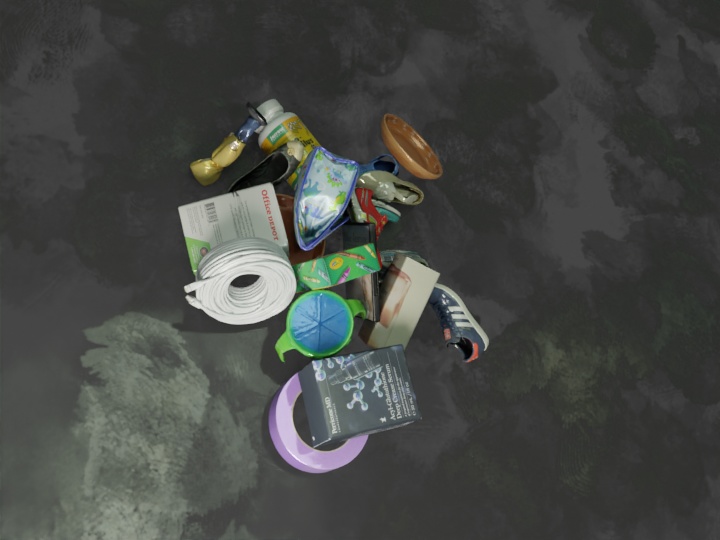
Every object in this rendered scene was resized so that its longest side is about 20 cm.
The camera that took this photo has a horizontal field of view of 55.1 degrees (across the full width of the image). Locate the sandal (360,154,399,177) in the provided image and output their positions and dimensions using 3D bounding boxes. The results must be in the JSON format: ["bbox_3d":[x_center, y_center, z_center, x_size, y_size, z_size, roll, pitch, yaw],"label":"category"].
[{"bbox_3d":[0.015,-0.227,1.625,0.198,0.087,0.080,-24,81,-27],"label":"sandal"}]

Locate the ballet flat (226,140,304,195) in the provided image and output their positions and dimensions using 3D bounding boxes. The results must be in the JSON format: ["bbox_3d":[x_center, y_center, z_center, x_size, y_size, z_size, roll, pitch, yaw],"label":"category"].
[{"bbox_3d":[-0.202,-0.208,1.487,0.199,0.057,0.067,-37,85,8],"label":"ballet flat"}]

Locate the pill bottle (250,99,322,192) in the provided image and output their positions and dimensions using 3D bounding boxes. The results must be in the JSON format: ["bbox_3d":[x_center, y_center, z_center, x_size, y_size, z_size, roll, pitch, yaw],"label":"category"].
[{"bbox_3d":[-0.160,-0.282,1.559,0.112,0.113,0.201,-36,86,-30],"label":"pill bottle"}]

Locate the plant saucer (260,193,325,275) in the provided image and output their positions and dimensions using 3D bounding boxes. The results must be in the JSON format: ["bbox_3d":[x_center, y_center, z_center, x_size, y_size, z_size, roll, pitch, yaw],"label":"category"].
[{"bbox_3d":[-0.174,-0.070,1.513,0.197,0.032,0.204,8,66,-19],"label":"plant saucer"}]

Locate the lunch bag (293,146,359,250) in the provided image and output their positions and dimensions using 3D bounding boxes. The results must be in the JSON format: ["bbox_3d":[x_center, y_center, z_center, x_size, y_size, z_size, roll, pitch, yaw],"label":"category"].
[{"bbox_3d":[-0.083,-0.139,1.423,0.126,0.170,0.203,22,91,-8],"label":"lunch bag"}]

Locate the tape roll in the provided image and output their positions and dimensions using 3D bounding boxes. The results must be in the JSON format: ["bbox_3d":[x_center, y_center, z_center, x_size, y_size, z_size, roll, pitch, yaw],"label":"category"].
[{"bbox_3d":[-0.081,0.297,1.382,0.197,0.066,0.203,9,66,-20],"label":"tape roll"}]

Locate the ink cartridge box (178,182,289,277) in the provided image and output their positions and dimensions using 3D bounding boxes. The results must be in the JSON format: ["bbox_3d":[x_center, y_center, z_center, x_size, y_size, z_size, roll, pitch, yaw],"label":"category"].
[{"bbox_3d":[-0.257,-0.078,1.420,0.197,0.084,0.148,-15,74,-7],"label":"ink cartridge box"}]

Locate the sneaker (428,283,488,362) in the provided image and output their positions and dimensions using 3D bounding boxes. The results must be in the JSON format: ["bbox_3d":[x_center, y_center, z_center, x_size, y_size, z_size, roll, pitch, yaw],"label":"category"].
[{"bbox_3d":[0.205,0.121,1.566,0.200,0.075,0.084,48,55,1],"label":"sneaker"}]

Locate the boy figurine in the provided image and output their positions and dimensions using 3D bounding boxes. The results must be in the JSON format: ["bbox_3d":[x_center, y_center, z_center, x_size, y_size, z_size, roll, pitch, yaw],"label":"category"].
[{"bbox_3d":[-0.287,-0.271,1.496,0.200,0.125,0.064,-43,113,9],"label":"boy figurine"}]

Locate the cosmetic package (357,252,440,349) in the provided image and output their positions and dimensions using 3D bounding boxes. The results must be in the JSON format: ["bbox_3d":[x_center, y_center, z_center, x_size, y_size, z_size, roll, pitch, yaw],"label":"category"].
[{"bbox_3d":[0.080,0.074,1.471,0.086,0.103,0.202,25,90,-12],"label":"cosmetic package"}]

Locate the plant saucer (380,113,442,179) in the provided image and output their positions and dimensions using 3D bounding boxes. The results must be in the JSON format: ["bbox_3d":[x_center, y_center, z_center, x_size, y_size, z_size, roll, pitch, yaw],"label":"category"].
[{"bbox_3d":[0.119,-0.295,1.677,0.199,0.037,0.202,37,28,-23],"label":"plant saucer"}]

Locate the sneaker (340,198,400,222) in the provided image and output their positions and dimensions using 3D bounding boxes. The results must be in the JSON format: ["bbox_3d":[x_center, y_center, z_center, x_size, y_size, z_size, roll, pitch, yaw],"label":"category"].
[{"bbox_3d":[-0.004,-0.124,1.595,0.196,0.077,0.081,2,87,-16],"label":"sneaker"}]

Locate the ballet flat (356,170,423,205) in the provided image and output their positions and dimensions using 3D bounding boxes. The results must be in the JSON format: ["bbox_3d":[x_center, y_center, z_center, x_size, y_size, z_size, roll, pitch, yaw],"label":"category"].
[{"bbox_3d":[0.075,-0.186,1.606,0.198,0.069,0.071,3,66,-46],"label":"ballet flat"}]

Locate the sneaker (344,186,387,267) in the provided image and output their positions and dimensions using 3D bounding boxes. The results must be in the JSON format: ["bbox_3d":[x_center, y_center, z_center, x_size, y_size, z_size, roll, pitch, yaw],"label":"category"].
[{"bbox_3d":[0.023,-0.094,1.504,0.084,0.077,0.203,-8,72,-21],"label":"sneaker"}]

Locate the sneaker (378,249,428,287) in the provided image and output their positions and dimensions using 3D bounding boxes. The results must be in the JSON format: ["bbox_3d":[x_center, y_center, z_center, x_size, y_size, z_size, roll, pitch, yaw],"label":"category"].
[{"bbox_3d":[0.053,-0.008,1.569,0.196,0.079,0.087,1,29,-7],"label":"sneaker"}]

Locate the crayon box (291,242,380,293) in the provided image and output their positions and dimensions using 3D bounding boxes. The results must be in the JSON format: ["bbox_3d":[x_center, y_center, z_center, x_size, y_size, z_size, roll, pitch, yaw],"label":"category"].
[{"bbox_3d":[-0.060,-0.003,1.405,0.117,0.199,0.059,-18,93,-27],"label":"crayon box"}]

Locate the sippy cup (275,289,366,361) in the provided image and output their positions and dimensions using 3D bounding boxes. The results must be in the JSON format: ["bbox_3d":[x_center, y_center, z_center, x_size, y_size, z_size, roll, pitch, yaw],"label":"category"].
[{"bbox_3d":[-0.080,0.124,1.406,0.174,0.131,0.142,7,70,2],"label":"sippy cup"}]

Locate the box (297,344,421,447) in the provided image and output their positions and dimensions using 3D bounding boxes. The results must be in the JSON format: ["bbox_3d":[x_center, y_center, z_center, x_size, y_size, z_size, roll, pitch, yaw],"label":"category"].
[{"bbox_3d":[-0.004,0.242,1.339,0.197,0.107,0.151,-8,73,-24],"label":"box"}]

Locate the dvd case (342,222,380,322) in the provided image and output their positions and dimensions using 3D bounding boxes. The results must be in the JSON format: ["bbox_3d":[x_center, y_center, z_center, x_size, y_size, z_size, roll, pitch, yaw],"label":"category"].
[{"bbox_3d":[0.000,0.000,1.452,0.017,0.142,0.204,-5,96,-24],"label":"dvd case"}]

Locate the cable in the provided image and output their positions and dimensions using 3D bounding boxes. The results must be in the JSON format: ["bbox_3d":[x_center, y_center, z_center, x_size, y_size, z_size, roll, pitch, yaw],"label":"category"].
[{"bbox_3d":[-0.228,0.024,1.365,0.198,0.200,0.070,-31,48,8],"label":"cable"}]
